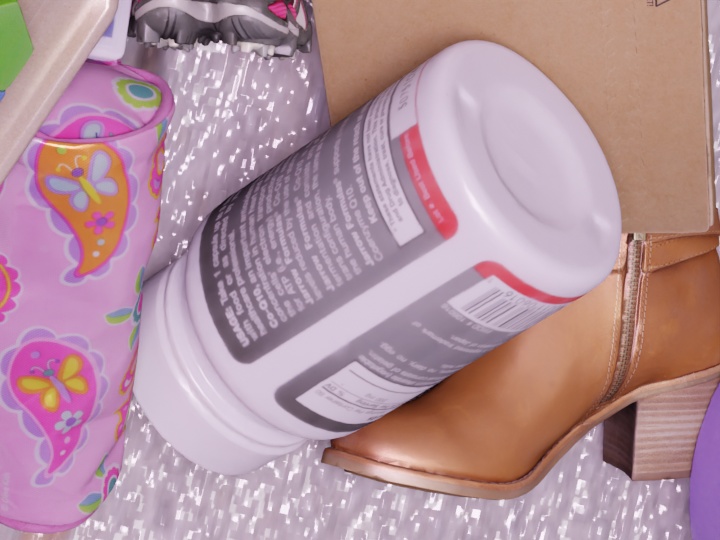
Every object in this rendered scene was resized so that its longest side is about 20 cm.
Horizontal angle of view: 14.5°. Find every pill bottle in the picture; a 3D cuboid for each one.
[{"bbox_3d":[0.000,0.000,1.177,0.200,0.114,0.114,-32,108,33],"label":"pill bottle"}]

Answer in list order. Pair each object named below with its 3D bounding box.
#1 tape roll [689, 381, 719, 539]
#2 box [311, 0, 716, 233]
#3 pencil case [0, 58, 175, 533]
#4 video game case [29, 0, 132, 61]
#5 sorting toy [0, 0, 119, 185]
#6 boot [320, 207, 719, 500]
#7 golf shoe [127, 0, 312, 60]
[{"bbox_3d":[0.254,0.101,1.290,0.200,0.085,0.201,-6,104,-27],"label":"tape roll"},{"bbox_3d":[0.062,-0.097,1.171,0.163,0.021,0.200,0,132,10],"label":"box"},{"bbox_3d":[-0.127,0.008,1.148,0.087,0.088,0.200,0,123,-14],"label":"pencil case"},{"bbox_3d":[-0.160,-0.182,1.031,0.200,0.023,0.183,9,89,-37],"label":"video game case"},{"bbox_3d":[-0.187,-0.052,0.983,0.185,0.036,0.200,-55,148,10],"label":"sorting toy"},{"bbox_3d":[0.076,0.019,1.260,0.199,0.077,0.156,-3,99,-17],"label":"boot"},{"bbox_3d":[-0.053,-0.129,1.147,0.077,0.200,0.088,3,92,-6],"label":"golf shoe"}]
